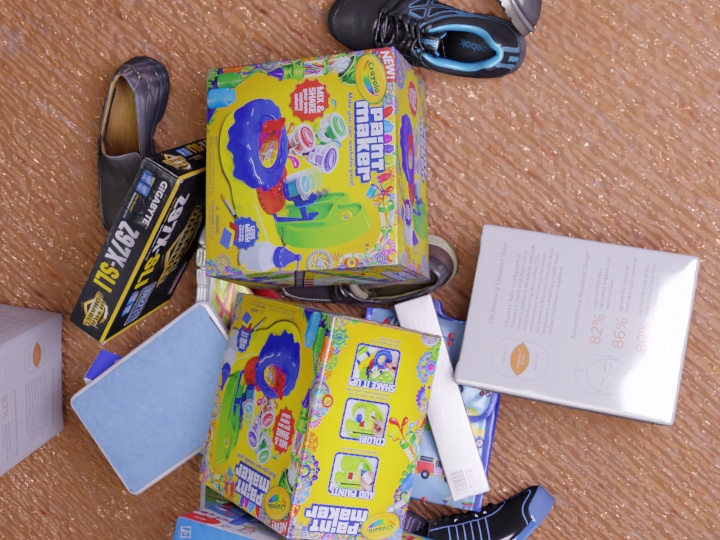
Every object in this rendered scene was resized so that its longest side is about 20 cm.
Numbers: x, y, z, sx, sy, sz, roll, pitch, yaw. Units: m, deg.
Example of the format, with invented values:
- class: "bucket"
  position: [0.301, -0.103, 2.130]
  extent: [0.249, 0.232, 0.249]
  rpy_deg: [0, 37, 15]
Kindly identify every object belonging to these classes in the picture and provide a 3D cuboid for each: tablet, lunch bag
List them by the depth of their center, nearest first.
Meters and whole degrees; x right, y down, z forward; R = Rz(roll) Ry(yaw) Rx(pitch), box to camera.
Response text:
- class: "lunch bag"
  position: [0.070, 0.130, 1.086]
  extent: [0.149, 0.094, 0.202]
  rpy_deg: [9, 94, 10]
- class: "tablet"
  position: [-0.204, 0.137, 1.109]
  extent: [0.199, 0.014, 0.131]
  rpy_deg: [-36, 88, 15]

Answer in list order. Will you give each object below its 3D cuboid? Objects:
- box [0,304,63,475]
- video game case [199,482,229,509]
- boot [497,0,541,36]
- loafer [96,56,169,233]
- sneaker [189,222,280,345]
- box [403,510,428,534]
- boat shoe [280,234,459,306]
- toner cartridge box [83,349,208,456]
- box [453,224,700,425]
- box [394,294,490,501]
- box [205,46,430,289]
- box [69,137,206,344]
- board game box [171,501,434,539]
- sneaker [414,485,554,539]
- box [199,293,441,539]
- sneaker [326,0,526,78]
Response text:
- class: "box"
  position: [-0.433, 0.140, 1.169]
  extent: [0.105, 0.200, 0.154]
  rpy_deg: [8, 106, 14]
- class: "video game case"
  position: [-0.096, 0.325, 1.215]
  extent: [0.198, 0.022, 0.184]
  rpy_deg: [10, 106, 16]
- class: "boot"
  position: [0.194, -0.333, 0.936]
  extent: [0.199, 0.073, 0.183]
  rpy_deg: [-22, 98, 14]
- class: "loafer"
  position: [-0.259, -0.129, 1.122]
  extent: [0.072, 0.072, 0.202]
  rpy_deg: [13, 108, 13]
- class: "sneaker"
  position: [-0.133, 0.047, 1.128]
  extent: [0.089, 0.078, 0.202]
  rpy_deg: [7, 109, 6]
- class: "box"
  position: [0.028, 0.324, 1.106]
  extent: [0.199, 0.144, 0.036]
  rpy_deg: [26, 153, -1]
- class: "boat shoe"
  position: [0.000, 0.000, 1.077]
  extent: [0.198, 0.065, 0.074]
  rpy_deg: [-9, 103, 20]
- class: "toner cartridge box"
  position: [-0.207, 0.161, 1.170]
  extent: [0.199, 0.043, 0.095]
  rpy_deg: [19, 147, 12]
- class: "box"
  position: [0.203, 0.053, 0.979]
  extent: [0.198, 0.106, 0.154]
  rpy_deg: [10, 84, 15]
- class: "box"
  position: [0.080, 0.125, 1.029]
  extent: [0.041, 0.039, 0.202]
  rpy_deg: [-18, 83, 1]
- class: "box"
  position: [-0.039, -0.091, 1.006]
  extent: [0.191, 0.122, 0.202]
  rpy_deg: [-4, 82, 18]
- class: "box"
  position: [-0.211, -0.036, 1.084]
  extent: [0.049, 0.160, 0.201]
  rpy_deg: [33, 110, 7]
- class: "board game box"
  position: [-0.047, 0.269, 0.974]
  extent: [0.198, 0.196, 0.056]
  rpy_deg: [11, 88, 19]
- class: "sneaker"
  position: [0.110, 0.277, 1.077]
  extent: [0.199, 0.070, 0.078]
  rpy_deg: [-37, 81, -15]
- class: "box"
  position: [-0.043, 0.135, 0.985]
  extent: [0.199, 0.121, 0.194]
  rpy_deg: [7, 85, 59]
- class: "sneaker"
  position: [0.057, -0.230, 0.991]
  extent: [0.198, 0.082, 0.074]
  rpy_deg: [13, 108, 15]
